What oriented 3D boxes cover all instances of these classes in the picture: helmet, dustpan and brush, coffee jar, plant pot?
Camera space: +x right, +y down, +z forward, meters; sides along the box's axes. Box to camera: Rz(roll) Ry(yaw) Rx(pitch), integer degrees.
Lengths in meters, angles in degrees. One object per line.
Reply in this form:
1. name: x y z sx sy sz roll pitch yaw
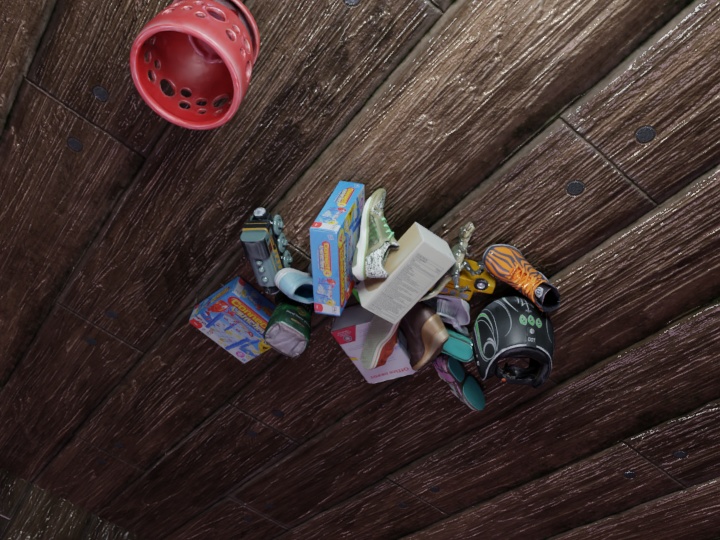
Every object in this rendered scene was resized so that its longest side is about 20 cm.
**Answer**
1. helmet: 0.341 0.155 1.588 0.196 0.192 0.202 0 129 0
2. dustpan and brush: 0.215 0.108 1.660 0.138 0.058 0.199 7 167 36
3. coffee jar: -0.160 0.103 1.663 0.103 0.201 0.086 32 119 -16
4. plant pot: -0.280 -0.378 1.247 0.197 0.184 0.202 7 134 7

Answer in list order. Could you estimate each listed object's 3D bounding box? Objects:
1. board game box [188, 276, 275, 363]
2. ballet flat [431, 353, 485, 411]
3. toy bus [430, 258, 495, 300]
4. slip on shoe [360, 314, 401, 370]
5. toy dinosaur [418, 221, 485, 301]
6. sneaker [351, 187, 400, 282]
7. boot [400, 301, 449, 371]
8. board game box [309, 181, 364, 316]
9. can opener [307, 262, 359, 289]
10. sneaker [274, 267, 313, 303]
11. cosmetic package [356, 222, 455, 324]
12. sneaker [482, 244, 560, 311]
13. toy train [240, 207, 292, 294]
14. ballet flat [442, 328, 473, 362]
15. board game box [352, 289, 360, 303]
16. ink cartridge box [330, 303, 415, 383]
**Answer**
1. board game box: -0.307 0.132 1.829 0.195 0.056 0.200 -31 119 36
2. ballet flat: 0.250 0.287 1.833 0.071 0.070 0.201 -9 128 46
3. toy bus: 0.198 0.011 1.575 0.197 0.066 0.079 15 135 0
4. slip on shoe: 0.058 0.149 1.638 0.060 0.074 0.202 -5 131 -33
5. toy dinosaur: 0.206 0.000 1.501 0.088 0.202 0.047 32 -179 27
6. sneaker: 0.043 -0.069 1.463 0.087 0.203 0.077 9 170 14
7. boot: 0.123 0.131 1.653 0.167 0.072 0.201 51 148 17
8. board game box: -0.043 -0.047 1.459 0.055 0.197 0.203 8 126 13
9. can opener: -0.024 0.025 1.609 0.197 0.067 0.054 23 136 2
10. sneaker: -0.104 0.050 1.625 0.198 0.082 0.075 7 119 -43
11. cosmetic package: 0.094 0.008 1.489 0.104 0.072 0.200 30 115 -31
12. sneaker: 0.353 0.017 1.498 0.198 0.112 0.078 29 101 -22
13. toy train: -0.213 -0.040 1.600 0.084 0.115 0.202 2 133 13
14. ballet flat: 0.193 0.165 1.713 0.198 0.068 0.070 27 -179 22
15. board game box: 0.000 0.000 1.644 0.094 0.030 0.201 -14 125 27
16. ink cartridge box: 0.040 0.175 1.759 0.146 0.086 0.201 -17 127 26
